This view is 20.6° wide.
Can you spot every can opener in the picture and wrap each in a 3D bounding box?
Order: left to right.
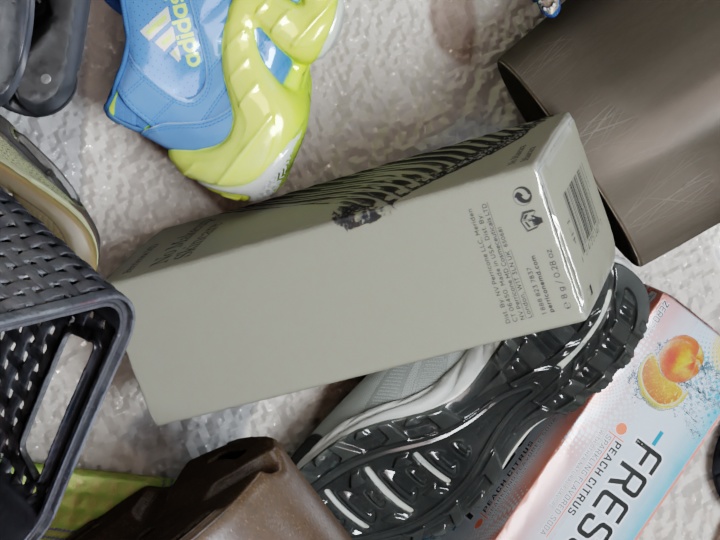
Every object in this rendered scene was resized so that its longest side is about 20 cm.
[{"bbox_3d":[-0.130,-0.162,0.820,0.063,0.078,0.202,11,83,-24],"label":"can opener"}]

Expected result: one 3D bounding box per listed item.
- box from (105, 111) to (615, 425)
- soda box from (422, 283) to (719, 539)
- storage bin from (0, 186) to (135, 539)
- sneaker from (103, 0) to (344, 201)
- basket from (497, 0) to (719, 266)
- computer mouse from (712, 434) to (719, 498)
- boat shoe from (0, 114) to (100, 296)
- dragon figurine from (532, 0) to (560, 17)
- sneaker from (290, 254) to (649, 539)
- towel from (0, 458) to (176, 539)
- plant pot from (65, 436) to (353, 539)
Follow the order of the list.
[{"bbox_3d":[0.000,0.000,0.824,0.198,0.082,0.069,-15,105,20],"label":"box"},{"bbox_3d":[0.094,0.102,0.925,0.063,0.068,0.201,36,88,-19],"label":"soda box"},{"bbox_3d":[-0.191,0.049,0.700,0.199,0.094,0.136,-16,137,-54],"label":"storage bin"},{"bbox_3d":[-0.050,-0.136,0.840,0.104,0.076,0.202,20,83,-9],"label":"sneaker"},{"bbox_3d":[0.171,-0.105,0.877,0.199,0.181,0.136,-34,129,2],"label":"basket"},{"bbox_3d":[0.235,0.027,0.968,0.200,0.046,0.140,-46,110,-5],"label":"computer mouse"},{"bbox_3d":[-0.191,-0.053,0.816,0.200,0.065,0.073,42,98,-5],"label":"boat shoe"},{"bbox_3d":[0.056,-0.202,0.855,0.058,0.100,0.201,-24,62,-6],"label":"dragon figurine"},{"bbox_3d":[0.042,0.054,0.905,0.200,0.080,0.074,-39,120,9],"label":"sneaker"},{"bbox_3d":[-0.126,0.188,0.897,0.142,0.023,0.202,9,95,-17],"label":"towel"},{"bbox_3d":[-0.044,0.190,0.820,0.199,0.200,0.199,-33,99,-9],"label":"plant pot"}]
